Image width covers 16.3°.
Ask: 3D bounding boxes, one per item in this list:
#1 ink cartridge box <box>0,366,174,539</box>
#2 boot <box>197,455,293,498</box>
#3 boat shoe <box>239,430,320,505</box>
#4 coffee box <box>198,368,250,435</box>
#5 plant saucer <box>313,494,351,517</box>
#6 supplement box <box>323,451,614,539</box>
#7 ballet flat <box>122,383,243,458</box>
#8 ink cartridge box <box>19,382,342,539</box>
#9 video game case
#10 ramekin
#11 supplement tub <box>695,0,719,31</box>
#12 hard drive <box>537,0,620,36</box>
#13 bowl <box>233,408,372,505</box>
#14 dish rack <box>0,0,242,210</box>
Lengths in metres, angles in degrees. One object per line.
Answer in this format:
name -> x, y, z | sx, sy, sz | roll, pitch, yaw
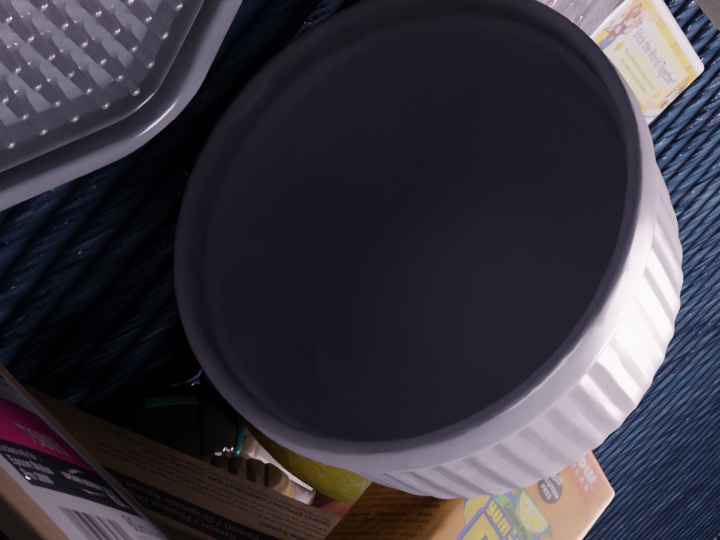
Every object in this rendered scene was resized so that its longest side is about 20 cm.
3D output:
ink cartridge box -> -0.141, 0.093, 0.912 | 0.075, 0.165, 0.200 | -46, 164, 2
boot -> -0.097, 0.185, 1.194 | 0.199, 0.167, 0.072 | -19, -162, 16
boat shoe -> -0.036, 0.084, 1.338 | 0.066, 0.072, 0.201 | -16, -167, 31
coffee box -> 0.000, 0.000, 1.201 | 0.122, 0.044, 0.200 | -17, 152, -28
plant saucer -> -0.023, 0.141, 1.380 | 0.200, 0.051, 0.201 | -25, -176, 2
supplement box -> 0.023, 0.132, 1.041 | 0.069, 0.067, 0.200 | -9, -149, 46
ballet flat -> -0.124, 0.132, 1.254 | 0.068, 0.068, 0.201 | 10, 122, -25
ink cartridge box -> -0.119, 0.174, 1.109 | 0.075, 0.164, 0.201 | -91, -154, -65
video game case -> 0.097, -0.072, 1.325 | 0.182, 0.023, 0.200 | -44, 162, 5
ramekin -> 0.036, -0.004, 1.008 | 0.200, 0.200, 0.105 | -43, 146, 3
supplement tub -> 0.256, -0.191, 1.178 | 0.199, 0.145, 0.145 | -32, 160, -31
hard drive -> 0.095, -0.160, 1.032 | 0.135, 0.042, 0.200 | -50, 165, -16
bowl -> 0.049, 0.058, 1.182 | 0.199, 0.108, 0.200 | -25, 155, -12
dish rack -> -0.097, -0.095, 0.791 | 0.171, 0.044, 0.200 | -28, 158, -42
